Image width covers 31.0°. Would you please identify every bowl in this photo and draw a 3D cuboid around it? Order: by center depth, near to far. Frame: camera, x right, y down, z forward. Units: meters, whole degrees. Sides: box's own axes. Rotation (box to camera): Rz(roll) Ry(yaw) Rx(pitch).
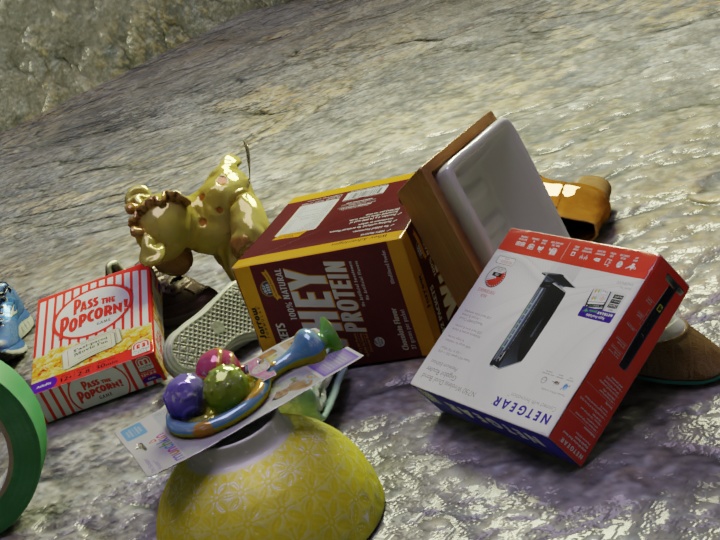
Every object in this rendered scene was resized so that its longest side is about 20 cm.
[{"bbox_3d":[-0.089,0.173,1.079,0.199,0.108,0.200,-17,20,7],"label":"bowl"}]

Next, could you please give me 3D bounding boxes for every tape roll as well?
[{"bbox_3d":[-0.402,0.168,1.235,0.200,0.201,0.048,-19,19,0],"label":"tape roll"}]

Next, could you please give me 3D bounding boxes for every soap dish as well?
[{"bbox_3d":[0.132,-0.043,1.326,0.081,0.201,0.157,-20,15,41],"label":"soap dish"}]

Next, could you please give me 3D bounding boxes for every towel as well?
[{"bbox_3d":[-0.105,0.125,1.258,0.170,0.048,0.200,-17,7,9],"label":"towel"}]

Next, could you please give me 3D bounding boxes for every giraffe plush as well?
[{"bbox_3d":[-0.202,-0.049,1.602,0.161,0.201,0.173,-14,20,-12],"label":"giraffe plush"}]

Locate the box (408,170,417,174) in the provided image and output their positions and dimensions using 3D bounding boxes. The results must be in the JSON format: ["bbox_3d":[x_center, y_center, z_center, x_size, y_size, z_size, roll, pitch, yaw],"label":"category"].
[{"bbox_3d":[0.078,-0.086,1.694,0.199,0.050,0.160,-23,18,-11],"label":"box"}]

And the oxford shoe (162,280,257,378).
[{"bbox_3d":[-0.155,0.064,1.491,0.200,0.075,0.058,-35,-3,-40],"label":"oxford shoe"}]

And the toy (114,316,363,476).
[{"bbox_3d":[-0.108,0.090,1.082,0.199,0.047,0.115,-25,19,-18],"label":"toy"}]

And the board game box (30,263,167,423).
[{"bbox_3d":[-0.310,0.081,1.544,0.151,0.046,0.200,-20,33,1],"label":"board game box"}]

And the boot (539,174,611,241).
[{"bbox_3d":[0.189,-0.066,1.504,0.200,0.071,0.144,-4,21,24],"label":"boot"}]

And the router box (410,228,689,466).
[{"bbox_3d":[0.160,0.058,1.125,0.180,0.049,0.200,-56,31,-13],"label":"router box"}]

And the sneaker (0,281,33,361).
[{"bbox_3d":[-0.493,0.070,1.740,0.078,0.089,0.200,-21,20,-3],"label":"sneaker"}]

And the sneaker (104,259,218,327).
[{"bbox_3d":[-0.264,0.024,1.671,0.199,0.076,0.070,-2,26,41],"label":"sneaker"}]

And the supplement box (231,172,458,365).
[{"bbox_3d":[0.000,0.000,1.412,0.196,0.133,0.200,-10,22,22],"label":"supplement box"}]

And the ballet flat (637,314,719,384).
[{"bbox_3d":[0.234,0.051,1.155,0.068,0.073,0.200,-29,22,-30],"label":"ballet flat"}]
